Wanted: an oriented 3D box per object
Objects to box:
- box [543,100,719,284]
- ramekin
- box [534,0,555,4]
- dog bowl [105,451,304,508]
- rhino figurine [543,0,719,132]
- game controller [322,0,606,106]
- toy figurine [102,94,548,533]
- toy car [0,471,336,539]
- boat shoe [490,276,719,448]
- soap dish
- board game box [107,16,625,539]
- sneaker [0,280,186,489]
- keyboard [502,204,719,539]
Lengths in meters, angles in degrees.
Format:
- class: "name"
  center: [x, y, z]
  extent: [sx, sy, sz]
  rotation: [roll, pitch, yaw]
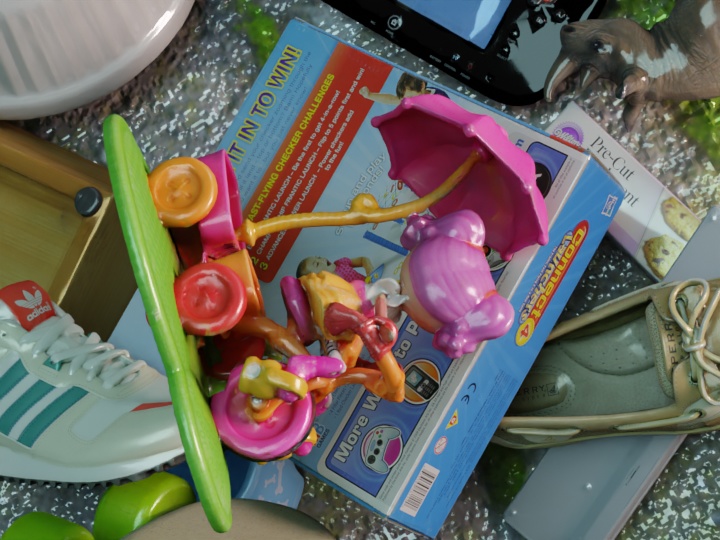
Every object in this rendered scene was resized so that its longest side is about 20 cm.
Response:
- class: "box"
  center: [0.168, -0.006, 1.074]
  extent: [0.041, 0.039, 0.200]
  rotation: [-45, 68, 4]
- class: "ramekin"
  center: [-0.194, -0.194, 1.181]
  extent: [0.201, 0.094, 0.203]
  rotation: [-5, 62, 9]
- class: "box"
  center: [0.080, -0.258, 1.085]
  extent: [0.137, 0.038, 0.200]
  rotation: [-43, 83, 16]
- class: "dog bowl"
  center: [-0.077, 0.061, 1.131]
  extent: [0.111, 0.050, 0.201]
  rotation: [14, 82, 20]
- class: "rhino figurine"
  center: [0.185, -0.134, 1.079]
  extent: [0.199, 0.060, 0.088]
  rotation: [-26, 70, 0]
- class: "game controller"
  center: [0.043, -0.173, 1.154]
  extent: [0.200, 0.042, 0.105]
  rotation: [32, 88, 22]
- class: "toy figurine"
  center: [-0.002, -0.001, 0.936]
  extent: [0.183, 0.150, 0.201]
  rotation: [-16, 63, 0]
- class: "toy car"
  center: [-0.080, 0.219, 0.991]
  extent: [0.164, 0.158, 0.201]
  rotation: [16, 109, 28]
- class: "boat shoe"
  center: [0.133, 0.046, 1.020]
  extent: [0.200, 0.063, 0.074]
  rotation: [-13, 78, 32]
- class: "soap dish"
  center: [-0.217, -0.007, 1.176]
  extent: [0.199, 0.081, 0.158]
  rotation: [24, 85, 23]
- class: "board game box"
  center: [0.000, 0.000, 1.047]
  extent: [0.195, 0.056, 0.201]
  rotation: [28, 87, 33]
- class: "sneaker"
  center: [-0.153, 0.053, 1.039]
  extent: [0.199, 0.070, 0.094]
  rotation: [-2, 100, 36]
- class: "keyboard"
  center: [0.145, 0.064, 1.055]
  extent: [0.056, 0.011, 0.201]
  rotation: [41, 107, 29]
